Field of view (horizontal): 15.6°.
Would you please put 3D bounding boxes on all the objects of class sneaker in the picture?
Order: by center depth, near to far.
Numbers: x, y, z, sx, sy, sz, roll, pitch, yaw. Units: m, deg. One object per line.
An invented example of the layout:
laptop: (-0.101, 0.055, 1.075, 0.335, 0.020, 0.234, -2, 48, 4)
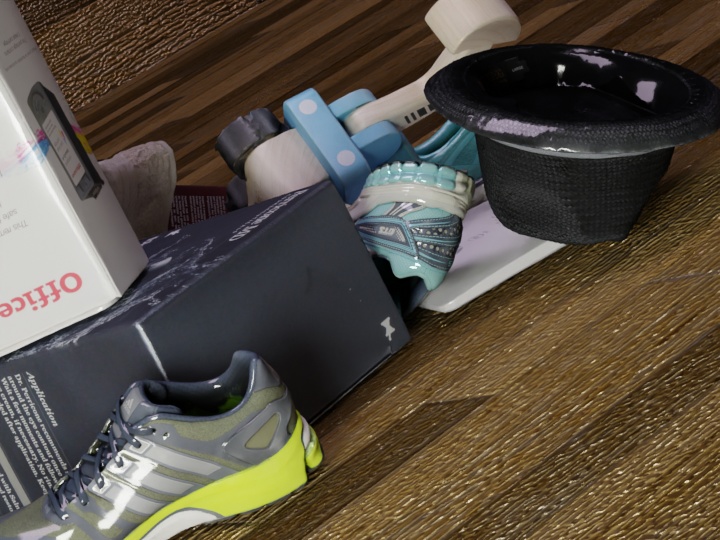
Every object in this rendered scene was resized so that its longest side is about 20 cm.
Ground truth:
sneaker: (-0.122, 0.103, 1.388, 0.200, 0.081, 0.074, -26, 30, -14)
sneaker: (0.000, 0.000, 1.653, 0.200, 0.078, 0.086, 141, 142, -60)
sneaker: (0.103, -0.096, 1.839, 0.200, 0.080, 0.078, -27, 11, -2)

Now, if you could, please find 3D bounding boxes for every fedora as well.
fedora: (0.129, -0.071, 1.585, 0.200, 0.092, 0.201, 0, 20, 0)

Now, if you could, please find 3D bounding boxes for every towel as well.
towel: (-0.179, 0.020, 1.707, 0.034, 0.200, 0.133, 23, 24, 24)

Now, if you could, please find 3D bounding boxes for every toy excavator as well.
toy excavator: (0.011, -0.095, 1.775, 0.200, 0.100, 0.194, -30, -26, -15)

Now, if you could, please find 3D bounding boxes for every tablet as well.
tablet: (0.074, -0.014, 1.708, 0.130, 0.014, 0.200, -30, 11, -14)

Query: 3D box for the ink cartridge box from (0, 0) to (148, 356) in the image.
ink cartridge box: (-0.235, -0.053, 1.515, 0.148, 0.200, 0.086, -23, 13, 16)

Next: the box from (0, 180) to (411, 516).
box: (-0.114, 0.054, 1.569, 0.200, 0.117, 0.197, -15, 16, 42)

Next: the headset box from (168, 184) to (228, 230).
headset box: (-0.162, -0.016, 1.933, 0.200, 0.075, 0.149, 0, -8, -35)

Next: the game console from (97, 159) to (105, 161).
game console: (-0.312, -0.010, 2.282, 0.172, 0.119, 0.200, -20, 6, -29)
